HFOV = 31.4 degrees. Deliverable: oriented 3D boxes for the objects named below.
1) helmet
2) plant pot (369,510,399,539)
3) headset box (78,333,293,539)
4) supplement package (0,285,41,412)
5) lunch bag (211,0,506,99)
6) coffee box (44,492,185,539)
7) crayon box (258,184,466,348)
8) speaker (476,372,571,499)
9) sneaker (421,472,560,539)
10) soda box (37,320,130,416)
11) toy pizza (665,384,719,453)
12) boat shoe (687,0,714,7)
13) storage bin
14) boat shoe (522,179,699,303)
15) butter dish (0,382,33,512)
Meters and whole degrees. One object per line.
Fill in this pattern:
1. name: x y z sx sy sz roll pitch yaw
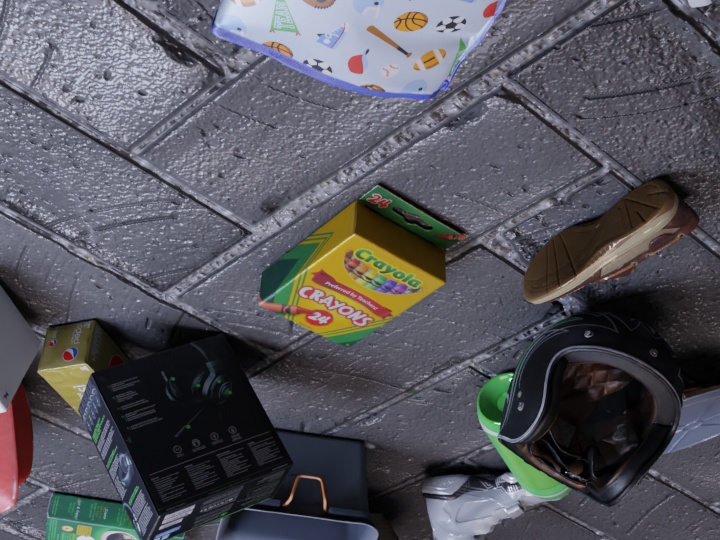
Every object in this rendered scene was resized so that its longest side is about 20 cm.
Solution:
1. helmet: 0.257 0.140 1.406 0.200 0.191 0.200 31 172 5
2. plant pot: -0.024 0.380 1.790 0.201 0.093 0.201 4 172 1
3. headset box: -0.204 0.184 1.458 0.174 0.200 0.093 -17 154 -32
4. supplement package: -0.487 0.097 1.440 0.200 0.120 0.121 -14 124 21
5. lunch bag: 0.012 -0.232 0.993 0.200 0.124 0.170 23 138 -12
6. coffee box: -0.363 0.386 1.891 0.200 0.044 0.123 10 143 -8
7. crayon box: 0.000 0.000 1.354 0.127 0.051 0.200 28 136 -28
8. speaker: 0.210 0.207 1.584 0.088 0.088 0.200 -12 140 19
9. sneaker: 0.182 0.329 1.708 0.200 0.115 0.075 -5 169 14
10. soda box: -0.309 0.143 1.552 0.068 0.064 0.200 -10 140 16
11. toy pizza: 0.393 0.173 1.538 0.200 0.032 0.200 -14 155 -7
12. boat shoe: 0.267 -0.283 0.953 0.066 0.072 0.200 -3 134 16
13. storage bin: -0.078 0.283 1.662 0.200 0.134 0.146 8 142 -8
14. boat shoe: 0.254 -0.015 1.303 0.072 0.072 0.200 30 129 -29
15. butter dish: -0.474 0.205 1.578 0.200 0.200 0.148 -13 169 22
